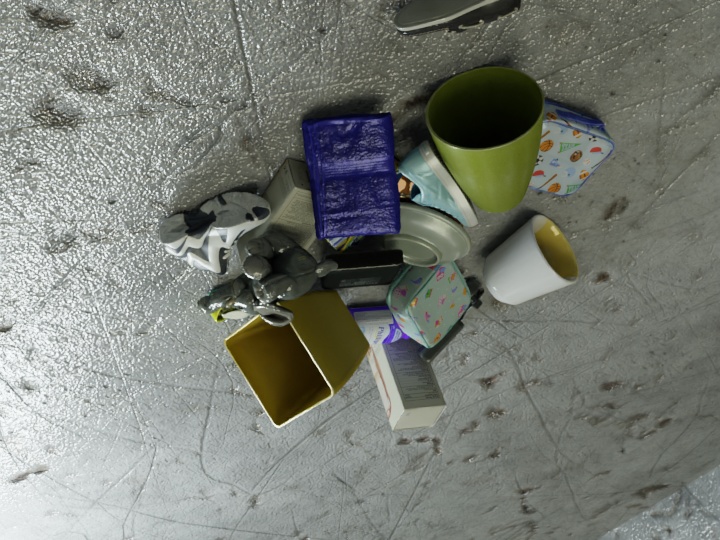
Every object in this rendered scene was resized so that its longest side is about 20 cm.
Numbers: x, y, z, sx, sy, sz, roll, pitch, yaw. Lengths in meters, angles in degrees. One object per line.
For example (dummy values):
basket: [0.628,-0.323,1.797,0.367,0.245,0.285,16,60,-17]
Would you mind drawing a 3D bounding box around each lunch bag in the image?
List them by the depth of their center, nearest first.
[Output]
lunch bag: [0.345,-0.218,1.751,0.199,0.076,0.161,10,132,-31]
lunch bag: [0.138,0.051,1.962,0.161,0.077,0.200,-52,147,-13]

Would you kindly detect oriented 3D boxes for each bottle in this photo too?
bottle: [0.048,0.112,2.048,0.199,0.066,0.084,-3,142,-19]

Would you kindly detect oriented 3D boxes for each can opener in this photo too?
can opener: [0.187,0.105,2.074,0.066,0.053,0.200,38,92,-8]

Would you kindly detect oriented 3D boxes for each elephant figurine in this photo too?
elephant figurine: [-0.165,0.028,1.704,0.142,0.155,0.200,-45,174,-39]

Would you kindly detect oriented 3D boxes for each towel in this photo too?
towel: [-0.013,-0.150,1.597,0.146,0.050,0.202,-5,105,6]

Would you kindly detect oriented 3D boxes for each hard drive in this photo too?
hard drive: [0.000,0.000,1.827,0.138,0.033,0.200,-4,170,-5]

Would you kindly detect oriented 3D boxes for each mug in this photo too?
mug: [0.338,-0.001,1.970,0.153,0.150,0.186,-33,135,32]

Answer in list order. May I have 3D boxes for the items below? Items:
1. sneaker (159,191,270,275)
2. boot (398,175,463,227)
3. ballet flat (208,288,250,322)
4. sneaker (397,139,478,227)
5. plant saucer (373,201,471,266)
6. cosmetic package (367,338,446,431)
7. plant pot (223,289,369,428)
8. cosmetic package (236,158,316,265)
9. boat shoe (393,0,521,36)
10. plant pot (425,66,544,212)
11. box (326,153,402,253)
sneaker: [-0.232,-0.056,1.708,0.198,0.080,0.130,-22,145,6]
boot: [0.112,-0.116,1.778,0.154,0.077,0.201,-3,141,-18]
ballet flat: [-0.193,0.047,1.864,0.199,0.067,0.067,-20,143,2]
sneaker: [0.128,-0.136,1.682,0.082,0.074,0.200,-28,128,16]
plant saucer: [0.098,-0.053,1.790,0.199,0.051,0.200,17,158,7]
cosmetic package: [0.095,0.230,2.104,0.103,0.201,0.088,0,140,-23]
plant pot: [-0.103,0.148,1.894,0.176,0.201,0.200,-29,175,-46]
cosmetic package: [-0.125,-0.090,1.715,0.103,0.073,0.200,13,133,-34]
boat shoe: [0.146,-0.382,1.465,0.199,0.074,0.061,-24,139,-6]
plant pot: [0.213,-0.194,1.620,0.186,0.188,0.201,-18,140,0]
box: [0.001,-0.125,1.711,0.064,0.070,0.200,-31,160,-46]
